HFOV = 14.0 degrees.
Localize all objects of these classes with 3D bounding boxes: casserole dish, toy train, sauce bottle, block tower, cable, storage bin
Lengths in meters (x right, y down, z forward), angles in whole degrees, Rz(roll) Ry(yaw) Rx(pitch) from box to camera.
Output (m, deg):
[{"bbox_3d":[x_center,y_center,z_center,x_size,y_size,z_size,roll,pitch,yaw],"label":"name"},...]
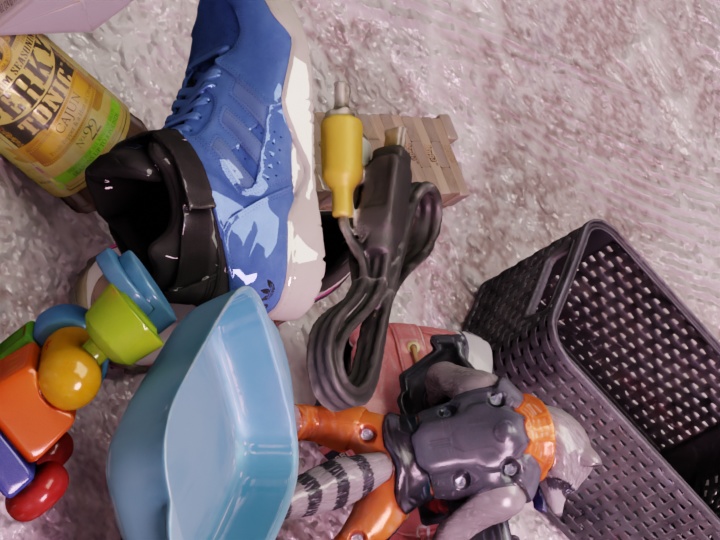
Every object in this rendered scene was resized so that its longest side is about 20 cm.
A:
[{"bbox_3d":[-0.075,0.089,1.397,0.200,0.039,0.121,-65,145,-60],"label":"casserole dish"},{"bbox_3d":[-0.140,0.052,1.359,0.085,0.116,0.200,51,3,-10],"label":"toy train"},{"bbox_3d":[-0.196,-0.107,1.510,0.200,0.065,0.065,39,39,-32],"label":"sauce bottle"},{"bbox_3d":[-0.016,-0.057,1.713,0.200,0.054,0.058,-4,69,-51],"label":"block tower"},{"bbox_3d":[0.000,0.000,1.563,0.097,0.050,0.200,51,41,-45],"label":"cable"},{"bbox_3d":[0.158,0.086,1.786,0.200,0.094,0.135,47,36,-17],"label":"storage bin"}]

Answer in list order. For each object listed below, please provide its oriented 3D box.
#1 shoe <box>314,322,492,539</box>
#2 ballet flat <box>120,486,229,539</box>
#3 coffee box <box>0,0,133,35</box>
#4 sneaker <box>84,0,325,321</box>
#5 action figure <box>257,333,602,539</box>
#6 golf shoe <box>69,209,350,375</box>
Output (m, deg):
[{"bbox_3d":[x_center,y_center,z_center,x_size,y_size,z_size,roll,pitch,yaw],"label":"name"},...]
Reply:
[{"bbox_3d":[0.018,0.121,1.617,0.091,0.071,0.200,12,65,-18],"label":"shoe"},{"bbox_3d":[-0.101,0.169,1.420,0.068,0.068,0.200,42,28,-22],"label":"ballet flat"},{"bbox_3d":[-0.163,-0.233,1.481,0.080,0.113,0.200,-6,70,-47],"label":"coffee box"},{"bbox_3d":[-0.087,-0.072,1.511,0.111,0.077,0.200,6,68,-31],"label":"sneaker"},{"bbox_3d":[0.038,0.127,1.529,0.193,0.105,0.200,-16,75,-13],"label":"action figure"},{"bbox_3d":[-0.074,-0.001,1.568,0.200,0.092,0.073,-20,84,-53],"label":"golf shoe"}]
